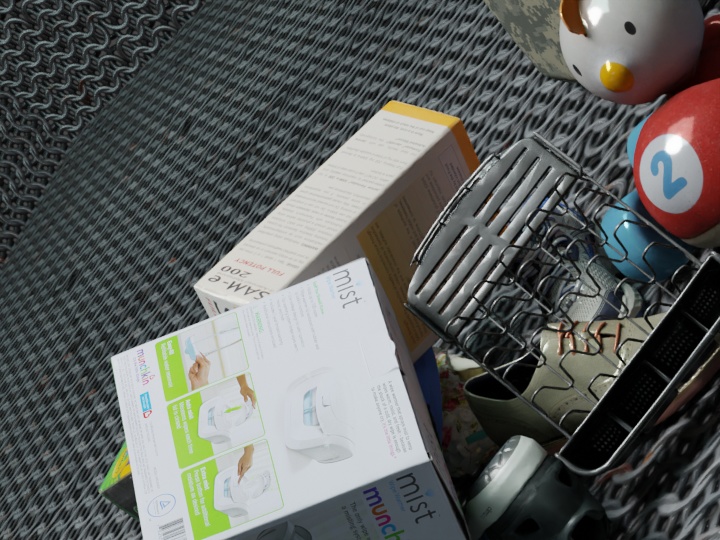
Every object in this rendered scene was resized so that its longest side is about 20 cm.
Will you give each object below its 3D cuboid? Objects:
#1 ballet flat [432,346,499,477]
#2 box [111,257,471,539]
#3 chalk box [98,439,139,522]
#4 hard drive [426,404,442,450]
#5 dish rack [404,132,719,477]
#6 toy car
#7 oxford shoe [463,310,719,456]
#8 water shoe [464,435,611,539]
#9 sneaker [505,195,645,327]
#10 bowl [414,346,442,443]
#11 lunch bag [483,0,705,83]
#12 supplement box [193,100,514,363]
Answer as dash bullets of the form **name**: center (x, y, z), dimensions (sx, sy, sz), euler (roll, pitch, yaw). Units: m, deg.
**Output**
- **ballet flat**: center (0.070, 0.096, 1.874), dimensions (0.064, 0.076, 0.200), euler (-21, 18, 0)
- **box**: center (-0.044, 0.109, 1.587), dimensions (0.176, 0.097, 0.200), euler (-22, 37, 2)
- **chalk box**: center (-0.122, 0.155, 2.197), dimensions (0.200, 0.125, 0.124), euler (-32, 25, 52)
- **hard drive**: center (0.024, 0.195, 1.637), dimensions (0.200, 0.038, 0.140), euler (-100, 24, -52)
- **dish rack**: center (0.122, 0.014, 1.604), dimensions (0.153, 0.200, 0.055), euler (-53, -25, 5)
- **toy car**: center (0.191, -0.128, 1.722), dimensions (0.184, 0.200, 0.177), euler (-40, 19, 42)
- **oxford shoe**: center (0.149, 0.060, 1.642), dimensions (0.200, 0.074, 0.071), euler (-32, 22, 31)
- **water shoe**: center (0.107, 0.155, 1.592), dimensions (0.072, 0.079, 0.200), euler (-51, -12, -5)
- **sneaker**: center (0.135, 0.008, 1.812), dimensions (0.077, 0.085, 0.200), euler (-49, 16, 16)
- **bowl**: center (0.006, 0.133, 1.833), dimensions (0.201, 0.039, 0.201), euler (-173, 90, -74)
- **lunch bag**: center (0.204, -0.249, 2.124), dimensions (0.168, 0.139, 0.200), euler (-39, 12, -13)
- **supplement box**: center (0.000, 0.000, 1.749), dimensions (0.073, 0.126, 0.200), euler (19, 53, 45)
